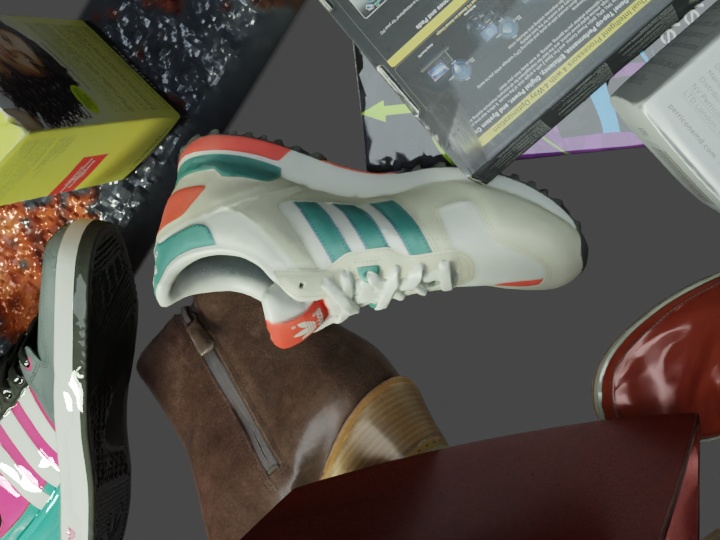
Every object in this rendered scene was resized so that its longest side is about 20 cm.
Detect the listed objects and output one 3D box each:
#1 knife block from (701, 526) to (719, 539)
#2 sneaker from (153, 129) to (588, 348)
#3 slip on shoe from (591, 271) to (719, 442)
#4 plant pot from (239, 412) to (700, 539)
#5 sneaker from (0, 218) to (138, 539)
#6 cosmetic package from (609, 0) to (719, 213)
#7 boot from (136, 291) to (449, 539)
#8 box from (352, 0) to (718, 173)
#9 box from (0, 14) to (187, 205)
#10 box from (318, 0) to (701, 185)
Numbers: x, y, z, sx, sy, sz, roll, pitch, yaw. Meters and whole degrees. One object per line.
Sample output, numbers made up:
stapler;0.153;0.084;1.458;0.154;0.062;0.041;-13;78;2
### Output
knife block;0.110;0.198;0.793;0.175;0.064;0.200;6;101;7
sneaker;-0.001;0.000;0.770;0.200;0.070;0.093;11;60;12
slip on shoe;0.196;0.030;0.756;0.200;0.061;0.074;-19;95;17
plant pot;0.039;0.171;0.674;0.176;0.200;0.200;2;100;15
sneaker;-0.175;0.058;0.828;0.121;0.084;0.200;11;118;9
cosmetic package;0.202;-0.110;0.683;0.200;0.102;0.074;-43;96;6
boot;-0.056;0.107;0.820;0.200;0.072;0.166;-50;64;13
box;0.094;-0.124;0.770;0.200;0.036;0.143;-5;97;13
box;-0.146;-0.073;0.750;0.075;0.200;0.050;44;103;3
box;0.074;-0.161;0.724;0.200;0.049;0.161;-42;78;10
